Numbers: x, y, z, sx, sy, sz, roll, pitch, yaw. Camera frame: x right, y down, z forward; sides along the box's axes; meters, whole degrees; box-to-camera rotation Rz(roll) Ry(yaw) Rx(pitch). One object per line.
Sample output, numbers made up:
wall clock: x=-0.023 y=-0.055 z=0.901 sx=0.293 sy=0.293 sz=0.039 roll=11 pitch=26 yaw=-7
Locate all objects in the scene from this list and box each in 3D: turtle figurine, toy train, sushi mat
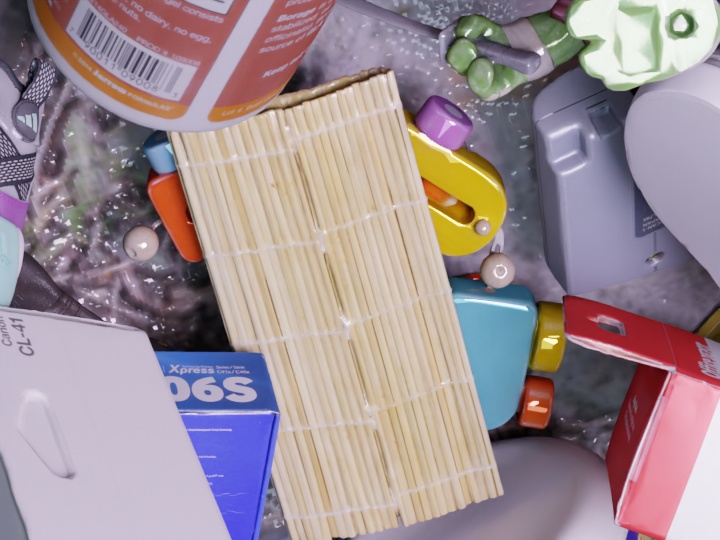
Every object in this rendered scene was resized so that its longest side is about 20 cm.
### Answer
turtle figurine: x=0.057 y=-0.134 z=0.833 sx=0.200 sy=0.194 sz=0.144 roll=30 pitch=99 yaw=-12
toy train: x=0.000 y=0.000 z=0.972 sx=0.150 sy=0.056 sz=0.200 roll=-28 pitch=112 yaw=11
sushi mat: x=-0.008 y=0.020 z=0.942 sx=0.095 sy=0.012 sz=0.201 roll=-13 pitch=113 yaw=5

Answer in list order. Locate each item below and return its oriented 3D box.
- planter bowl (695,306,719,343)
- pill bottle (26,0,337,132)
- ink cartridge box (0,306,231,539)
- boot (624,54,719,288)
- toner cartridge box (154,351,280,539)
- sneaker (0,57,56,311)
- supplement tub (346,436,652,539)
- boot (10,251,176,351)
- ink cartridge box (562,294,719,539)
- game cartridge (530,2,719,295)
planter bowl: x=0.235 y=0.094 z=1.020 sx=0.200 sy=0.084 sz=0.201 roll=-3 pitch=113 yaw=-6
pill bottle: x=-0.041 y=-0.149 z=0.827 sx=0.112 sy=0.112 sz=0.200 roll=20 pitch=140 yaw=-14
ink cartridge box: x=-0.131 y=0.136 z=0.840 sx=0.085 sy=0.148 sz=0.200 roll=10 pitch=124 yaw=-32
boot: x=0.167 y=-0.043 z=0.871 sx=0.096 sy=0.073 sz=0.200 roll=-61 pitch=143 yaw=-19
toner cartridge box: x=-0.138 y=0.080 z=0.922 sx=0.199 sy=0.043 sz=0.095 roll=2 pitch=123 yaw=-15
sneaker: x=-0.196 y=-0.050 z=0.910 sx=0.078 sy=0.199 sz=0.140 roll=40 pitch=60 yaw=-50
supplement tub: x=0.087 y=0.190 z=1.007 sx=0.145 sy=0.145 sz=0.200 roll=-28 pitch=113 yaw=5
boot: x=-0.154 y=0.081 z=0.977 sx=0.174 sy=0.069 sz=0.200 roll=39 pitch=106 yaw=-24
ink cartridge box: x=0.164 y=0.078 z=0.911 sx=0.199 sy=0.116 sz=0.067 roll=20 pitch=98 yaw=2
game cartridge: x=0.163 y=-0.064 z=0.930 sx=0.200 sy=0.042 sz=0.133 roll=-24 pitch=154 yaw=-7
